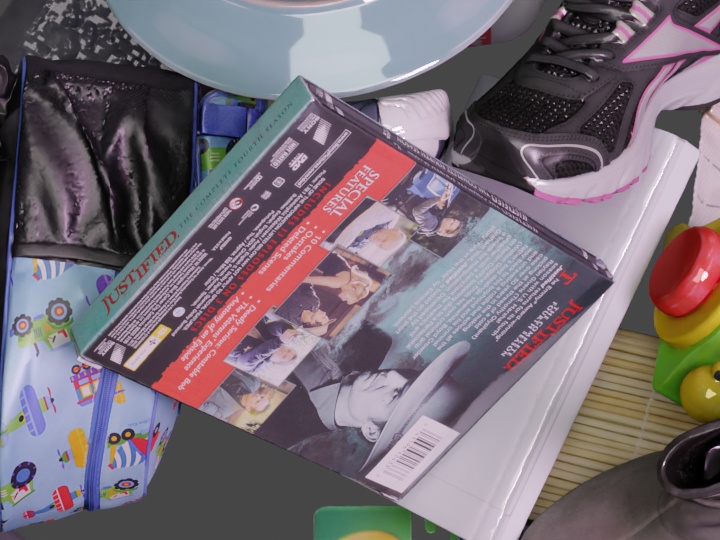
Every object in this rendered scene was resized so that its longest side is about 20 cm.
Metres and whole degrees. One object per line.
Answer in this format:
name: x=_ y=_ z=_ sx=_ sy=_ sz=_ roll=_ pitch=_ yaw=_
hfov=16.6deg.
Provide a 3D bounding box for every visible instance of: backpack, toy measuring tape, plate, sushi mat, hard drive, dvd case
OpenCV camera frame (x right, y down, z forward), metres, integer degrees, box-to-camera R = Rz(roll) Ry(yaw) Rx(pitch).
backpack: x=-0.117 y=0.018 z=1.095 sx=0.134 sy=0.183 sz=0.201 roll=4 pitch=82 yaw=-9
toy measuring tape: x=0.170 y=-0.016 z=1.095 sx=0.073 sy=0.074 sz=0.200 roll=13 pitch=50 yaw=3
plate: x=-0.020 y=-0.161 z=1.069 sx=0.199 sy=0.026 sz=0.201 roll=-3 pitch=57 yaw=4
sushi mat: x=0.161 y=0.083 z=1.091 sx=0.199 sy=0.012 sz=0.096 roll=12 pitch=81 yaw=23
hard drive: x=0.062 y=0.017 z=1.128 sx=0.132 sy=0.026 sz=0.200 roll=23 pitch=87 yaw=47
dvd case: x=-0.003 y=0.014 z=1.026 sx=0.146 sy=0.200 sz=0.022 roll=-47 pitch=43 yaw=16

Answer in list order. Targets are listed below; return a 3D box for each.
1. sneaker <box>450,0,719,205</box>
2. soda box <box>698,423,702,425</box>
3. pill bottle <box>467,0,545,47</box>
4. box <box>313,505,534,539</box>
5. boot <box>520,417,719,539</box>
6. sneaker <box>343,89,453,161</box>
sneaker: x=0.105 y=-0.101 z=1.061 sx=0.080 sy=0.200 sz=0.087 roll=18 pitch=125 yaw=26
soda box: x=0.178 y=0.092 z=1.134 sx=0.063 sy=0.071 sz=0.200 roll=28 pitch=87 yaw=5
pill bottle: x=0.020 y=-0.154 z=1.140 sx=0.199 sy=0.109 sz=0.109 roll=-7 pitch=86 yaw=2
box: x=0.034 y=0.208 z=1.145 sx=0.117 sy=0.048 sz=0.201 roll=0 pitch=88 yaw=3
boot: x=0.140 y=0.089 z=1.018 sx=0.199 sy=0.131 sz=0.068 roll=-23 pitch=70 yaw=14
sneaker: x=0.000 y=0.000 z=1.082 sx=0.079 sy=0.199 sz=0.130 roll=-7 pitch=81 yaw=-22
